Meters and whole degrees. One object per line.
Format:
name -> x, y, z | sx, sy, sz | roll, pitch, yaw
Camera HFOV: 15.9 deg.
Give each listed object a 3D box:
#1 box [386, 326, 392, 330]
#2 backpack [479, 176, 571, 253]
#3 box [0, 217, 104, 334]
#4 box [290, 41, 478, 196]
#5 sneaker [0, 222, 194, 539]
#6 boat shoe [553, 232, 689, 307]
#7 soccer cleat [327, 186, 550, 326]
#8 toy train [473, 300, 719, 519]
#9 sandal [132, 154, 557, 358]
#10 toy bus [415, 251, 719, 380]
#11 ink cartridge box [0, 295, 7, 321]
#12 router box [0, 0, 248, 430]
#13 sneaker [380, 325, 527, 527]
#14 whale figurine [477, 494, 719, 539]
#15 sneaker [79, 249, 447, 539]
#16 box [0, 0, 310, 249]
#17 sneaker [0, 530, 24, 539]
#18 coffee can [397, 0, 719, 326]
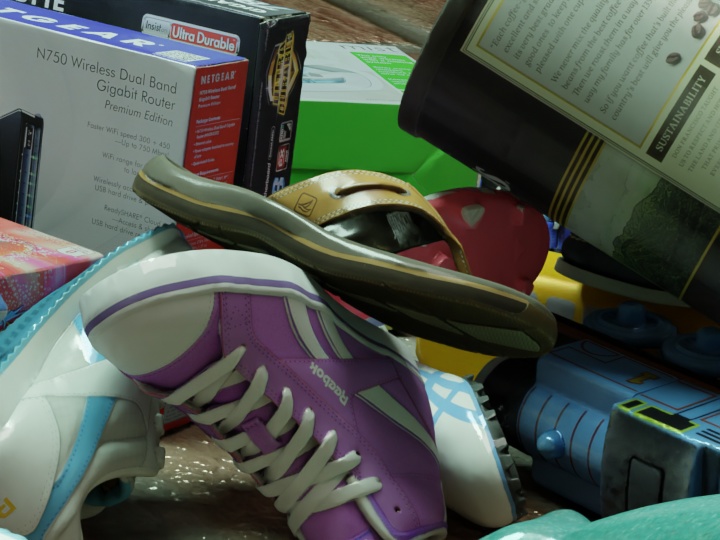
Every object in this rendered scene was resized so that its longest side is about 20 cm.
box -> -0.071, 0.002, 1.421 | 0.199, 0.051, 0.075 | 1, 16, -28
backpack -> 0.159, -0.054, 1.453 | 0.181, 0.202, 0.134 | 3, 14, -21
box -> -0.226, 0.018, 1.190 | 0.199, 0.095, 0.102 | 19, 19, 35
box -> -0.044, -0.086, 1.680 | 0.198, 0.097, 0.176 | 1, 18, -20
sneaker -> -0.116, 0.053, 1.072 | 0.076, 0.081, 0.200 | -33, 13, 38
boat shoe -> 0.193, -0.015, 1.286 | 0.198, 0.062, 0.075 | 3, 18, -13
soccer cleat -> 0.000, 0.000, 1.190 | 0.199, 0.067, 0.076 | -19, 24, -34
toy train -> 0.136, 0.074, 1.199 | 0.114, 0.087, 0.199 | -12, 24, -38
sandal -> -0.005, -0.017, 1.083 | 0.199, 0.055, 0.082 | 22, -8, 29
toy bus -> 0.131, 0.042, 1.320 | 0.199, 0.079, 0.065 | 13, 16, 20
ink cartridge box -> -0.256, 0.036, 1.005 | 0.199, 0.136, 0.077 | -12, 63, -49
router box -> -0.160, -0.034, 1.255 | 0.199, 0.181, 0.049 | 15, 16, 27
sneaker -> 0.012, 0.071, 1.196 | 0.072, 0.072, 0.200 | -27, 31, -18
whale figurine -> 0.131, 0.121, 0.977 | 0.199, 0.105, 0.158 | 20, 19, 38
sneaker -> -0.028, 0.065, 1.043 | 0.200, 0.072, 0.115 | 23, 43, -46
box -> -0.129, -0.050, 1.292 | 0.199, 0.200, 0.050 | 16, 18, 26
sneaker -> -0.198, 0.110, 0.873 | 0.198, 0.077, 0.081 | 10, 16, 14
coffee can -> 0.138, -0.076, 1.176 | 0.199, 0.147, 0.146 | 32, 19, 8
